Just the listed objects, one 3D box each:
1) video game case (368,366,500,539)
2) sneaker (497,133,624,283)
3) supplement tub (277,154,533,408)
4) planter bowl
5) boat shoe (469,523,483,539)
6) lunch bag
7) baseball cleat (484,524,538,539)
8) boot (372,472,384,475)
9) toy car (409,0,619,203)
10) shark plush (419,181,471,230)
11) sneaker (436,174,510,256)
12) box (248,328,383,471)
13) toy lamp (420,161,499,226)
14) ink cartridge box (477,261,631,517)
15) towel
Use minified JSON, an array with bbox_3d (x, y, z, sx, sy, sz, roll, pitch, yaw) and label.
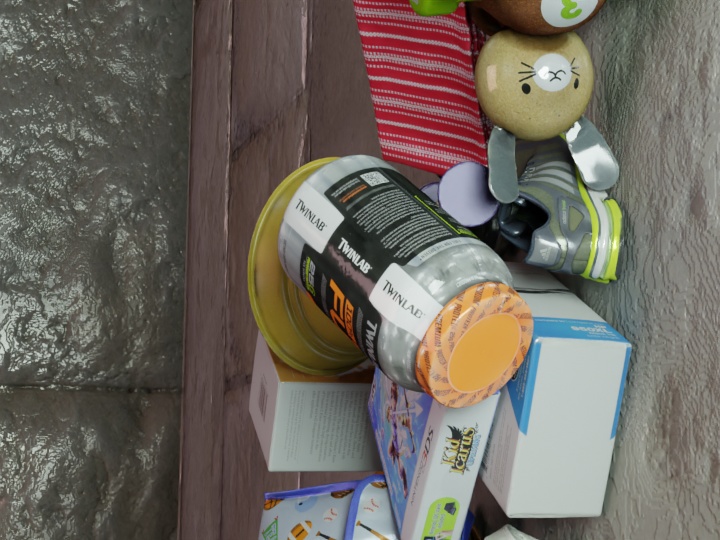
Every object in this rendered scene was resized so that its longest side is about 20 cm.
[{"bbox_3d":[0.055,0.108,1.266,0.201,0.045,0.183,-106,24,-53],"label":"video game case"},{"bbox_3d":[0.145,-0.060,1.208,0.200,0.080,0.075,-114,31,-59],"label":"sneaker"},{"bbox_3d":[0.033,0.008,1.142,0.200,0.121,0.124,42,131,43],"label":"supplement tub"},{"bbox_3d":[0.000,0.000,1.370,0.083,0.199,0.203,7,94,48],"label":"planter bowl"},{"bbox_3d":[0.092,0.282,1.360,0.201,0.071,0.068,-111,26,-61],"label":"boat shoe"},{"bbox_3d":[0.001,0.277,1.332,0.124,0.198,0.172,47,-137,-44],"label":"lunch bag"},{"bbox_3d":[0.082,0.250,1.212,0.070,0.197,0.108,-17,-64,-80],"label":"baseball cleat"},{"bbox_3d":[0.027,0.300,1.596,0.144,0.070,0.203,112,161,-57],"label":"boot"},{"bbox_3d":[0.136,-0.155,1.137,0.158,0.162,0.203,-173,77,-75],"label":"toy car"},{"bbox_3d":[0.101,-0.028,1.463,0.200,0.090,0.084,51,163,47],"label":"shark plush"},{"bbox_3d":[0.080,-0.101,1.400,0.076,0.113,0.202,120,145,-59],"label":"sneaker"},{"bbox_3d":[0.000,0.125,1.484,0.125,0.197,0.099,-120,36,-63],"label":"box"},{"bbox_3d":[0.076,-0.054,1.275,0.200,0.057,0.059,155,117,-82],"label":"toy lamp"},{"bbox_3d":[0.133,0.089,1.219,0.200,0.083,0.147,-127,43,-67],"label":"ink cartridge box"},{"bbox_3d":[0.054,-0.169,1.295,0.144,0.022,0.202,20,133,40],"label":"towel"}]
